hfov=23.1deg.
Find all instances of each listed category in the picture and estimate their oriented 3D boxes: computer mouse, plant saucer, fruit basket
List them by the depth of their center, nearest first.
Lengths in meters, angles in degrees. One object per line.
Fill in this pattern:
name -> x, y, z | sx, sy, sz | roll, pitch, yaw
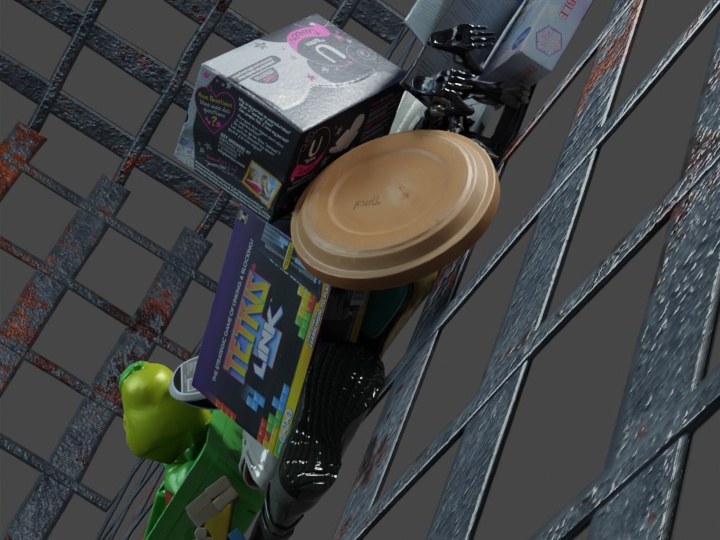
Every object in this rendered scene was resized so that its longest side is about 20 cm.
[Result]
plant saucer -> 0.029, -0.063, 1.617 | 0.199, 0.032, 0.201 | -14, 40, 12
computer mouse -> -0.104, 0.108, 1.867 | 0.198, 0.044, 0.110 | -14, 36, 5
fruit basket -> -0.200, 0.203, 1.923 | 0.156, 0.215, 0.216 | -56, 7, 9

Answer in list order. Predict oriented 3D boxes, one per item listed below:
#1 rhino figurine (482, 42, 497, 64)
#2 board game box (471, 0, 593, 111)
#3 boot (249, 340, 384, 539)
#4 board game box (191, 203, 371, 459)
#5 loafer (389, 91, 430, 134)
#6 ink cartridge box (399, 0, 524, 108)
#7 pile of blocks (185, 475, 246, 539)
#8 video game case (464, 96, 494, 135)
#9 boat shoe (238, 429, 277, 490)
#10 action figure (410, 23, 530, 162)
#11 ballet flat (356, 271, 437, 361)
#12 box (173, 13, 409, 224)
rhino figurine -> 0.189, -0.316, 2.011 | 0.201, 0.060, 0.088 | -57, -4, -18
board game box -> 0.200, -0.276, 1.830 | 0.200, 0.041, 0.200 | -59, 7, -11
boot -> -0.049, 0.164, 1.607 | 0.131, 0.067, 0.201 | -59, 3, 44
board game box -> -0.077, 0.058, 1.700 | 0.165, 0.056, 0.201 | 32, 113, 43
loafer -> 0.053, -0.122, 1.862 | 0.201, 0.069, 0.070 | -72, -23, -43
ink cartridge box -> 0.105, -0.260, 1.793 | 0.201, 0.040, 0.200 | -58, -17, 3
pile of blocks -> -0.131, 0.287, 1.561 | 0.062, 0.081, 0.201 | 93, -169, -74
video game case -> 0.062, -0.118, 1.934 | 0.142, 0.018, 0.201 | -7, 43, 39
boat shoe -> -0.099, 0.191, 1.823 | 0.070, 0.071, 0.200 | -57, 13, -3
action figure -> 0.107, -0.153, 1.746 | 0.200, 0.101, 0.120 | 73, -145, -65
ballet flat -> 0.012, 0.058, 1.694 | 0.063, 0.069, 0.200 | -22, -23, -50
box -> -0.065, -0.155, 1.723 | 0.200, 0.132, 0.115 | -32, -29, -51
